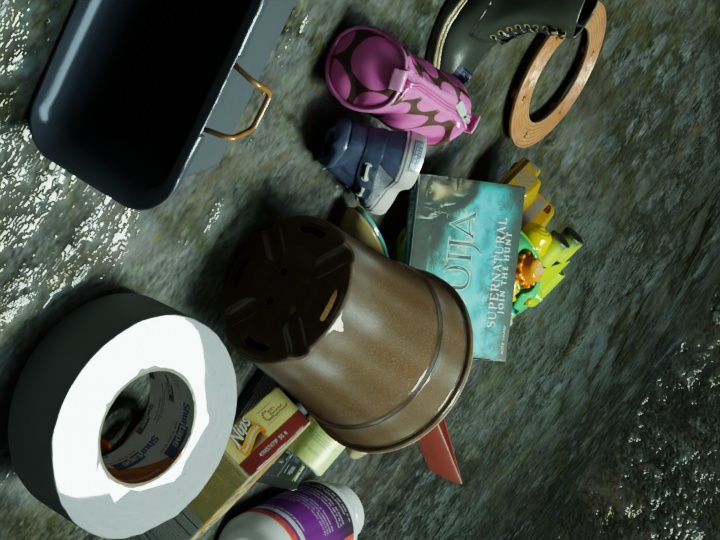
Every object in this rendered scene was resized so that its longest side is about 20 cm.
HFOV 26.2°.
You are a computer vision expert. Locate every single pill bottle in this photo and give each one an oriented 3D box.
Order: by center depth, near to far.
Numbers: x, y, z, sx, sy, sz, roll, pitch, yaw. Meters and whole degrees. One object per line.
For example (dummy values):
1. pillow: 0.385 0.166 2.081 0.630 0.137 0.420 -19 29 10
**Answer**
1. pill bottle: -0.078 0.325 1.890 0.200 0.112 0.113 -19 137 -56

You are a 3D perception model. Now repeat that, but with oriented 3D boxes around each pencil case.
1. pencil case: 0.043 -0.174 1.485 0.091 0.093 0.200 -60 157 9

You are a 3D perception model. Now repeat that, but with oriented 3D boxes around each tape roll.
1. tape roll: -0.201 0.124 1.331 0.200 0.066 0.202 -20 119 -41

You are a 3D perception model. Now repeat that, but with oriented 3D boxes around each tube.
1. tube: -0.001 0.130 1.686 0.200 0.052 0.058 -50 135 -8

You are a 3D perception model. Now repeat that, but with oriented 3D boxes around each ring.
1. ring: 0.238 -0.242 1.899 0.200 0.019 0.201 -44 154 -28

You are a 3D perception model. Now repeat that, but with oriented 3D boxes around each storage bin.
1. storage bin: -0.122 -0.153 1.130 0.201 0.145 0.134 -63 167 16

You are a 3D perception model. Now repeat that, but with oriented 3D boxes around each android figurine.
1. android figurine: 0.200 0.027 1.980 0.200 0.041 0.182 -48 166 19

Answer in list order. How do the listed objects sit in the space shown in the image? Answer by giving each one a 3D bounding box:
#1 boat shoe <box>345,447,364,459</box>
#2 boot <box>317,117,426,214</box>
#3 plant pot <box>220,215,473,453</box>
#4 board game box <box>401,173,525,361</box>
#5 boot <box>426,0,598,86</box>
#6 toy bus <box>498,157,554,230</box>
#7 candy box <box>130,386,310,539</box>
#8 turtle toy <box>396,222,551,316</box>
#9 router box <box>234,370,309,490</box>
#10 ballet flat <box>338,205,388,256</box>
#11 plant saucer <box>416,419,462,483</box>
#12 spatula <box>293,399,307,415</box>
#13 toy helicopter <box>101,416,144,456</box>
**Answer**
1. boat shoe: 0.003 0.161 1.843 0.076 0.072 0.200 -45 -171 15
2. boot: 0.000 -0.109 1.531 0.200 0.090 0.073 140 -35 -75
3. plant pot: -0.022 0.052 1.517 0.201 0.200 0.198 -55 139 -2
4. board game box: 0.110 -0.003 1.739 0.134 0.028 0.202 5 92 -21
5. boot: 0.156 -0.242 1.567 0.077 0.138 0.201 -26 144 -52
6. toy bus: 0.180 -0.054 1.930 0.065 0.078 0.200 -43 170 -30
7. candy box: -0.145 0.214 1.581 0.200 0.055 0.115 -49 173 39
8. turtle toy: 0.130 -0.003 1.819 0.146 0.199 0.101 -60 -164 21
9. router box: -0.068 0.144 1.729 0.201 0.062 0.150 -56 159 0
10. ballet flat: 0.000 0.000 1.676 0.063 0.069 0.200 -38 154 -8
11. plant saucer: 0.064 0.131 1.838 0.036 0.201 0.200 -18 144 4
12. spatula: -0.009 0.095 1.654 0.200 0.021 0.057 -42 120 -10
13. toy helicopter: -0.202 0.180 1.514 0.133 0.079 0.200 -57 170 -15
